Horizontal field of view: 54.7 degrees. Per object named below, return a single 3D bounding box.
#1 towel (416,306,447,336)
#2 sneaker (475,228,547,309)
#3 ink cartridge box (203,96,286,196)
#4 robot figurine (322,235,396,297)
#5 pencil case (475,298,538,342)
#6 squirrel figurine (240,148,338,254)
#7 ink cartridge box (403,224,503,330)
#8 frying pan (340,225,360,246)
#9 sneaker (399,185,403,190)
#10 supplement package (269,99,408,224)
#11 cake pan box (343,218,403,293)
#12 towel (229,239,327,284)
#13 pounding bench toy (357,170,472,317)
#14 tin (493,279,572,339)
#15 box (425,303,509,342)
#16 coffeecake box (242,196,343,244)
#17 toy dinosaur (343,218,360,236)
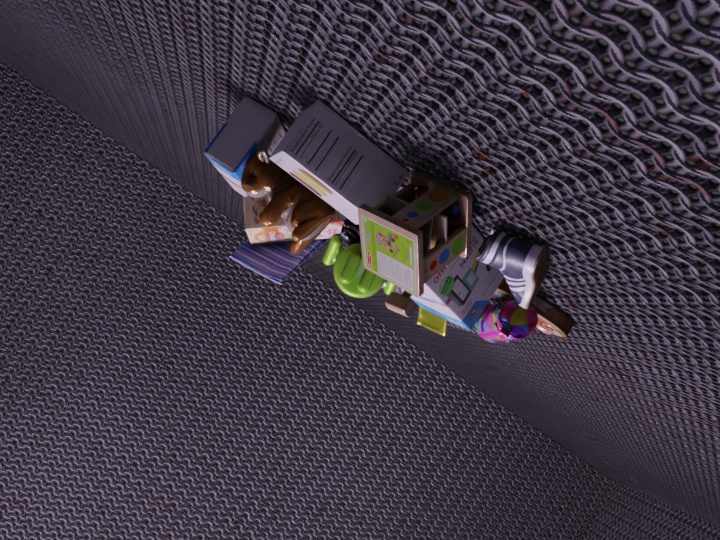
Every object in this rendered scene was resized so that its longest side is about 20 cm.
[{"bbox_3d":[0.164,0.041,1.533,0.018,0.201,0.086,-15,-152,-38],"label":"towel"},{"bbox_3d":[0.261,-0.005,1.207,0.108,0.070,0.200,25,162,20],"label":"sneaker"},{"bbox_3d":[-0.219,-0.238,1.428,0.084,0.146,0.200,32,171,13],"label":"ink cartridge box"},{"bbox_3d":[0.000,0.000,1.517,0.175,0.116,0.200,24,-179,1],"label":"robot figurine"},{"bbox_3d":[0.293,0.105,1.429,0.088,0.089,0.200,33,172,1],"label":"pencil case"},{"bbox_3d":[-0.124,-0.164,1.336,0.187,0.200,0.142,47,176,4],"label":"squirrel figurine"},{"bbox_3d":[0.153,-0.011,1.323,0.146,0.147,0.200,26,169,44],"label":"ink cartridge box"},{"bbox_3d":[-0.060,-0.109,1.631,0.190,0.031,0.115,42,177,31],"label":"frying pan"},{"bbox_3d":[0.014,-0.132,1.350,0.067,0.090,0.200,38,171,-34],"label":"sneaker"},{"bbox_3d":[-0.039,-0.182,1.202,0.200,0.110,0.114,36,171,-16],"label":"supplement package"},{"bbox_3d":[0.050,-0.045,1.626,0.184,0.052,0.200,14,134,63],"label":"cake pan box"},{"bbox_3d":[-0.173,-0.061,1.550,0.144,0.200,0.024,26,139,20],"label":"towel"},{"bbox_3d":[0.100,-0.039,1.165,0.124,0.156,0.201,28,140,35],"label":"pounding bench toy"},{"bbox_3d":[0.348,0.073,1.440,0.200,0.042,0.112,34,175,-1],"label":"tin"},{"bbox_3d":[0.254,0.102,1.611,0.199,0.069,0.082,16,-173,7],"label":"box"},{"bbox_3d":[-0.141,-0.111,1.475,0.199,0.073,0.154,-5,171,-5],"label":"coffeecake box"},{"bbox_3d":[0.067,-0.089,1.459,0.181,0.105,0.200,24,-171,-6],"label":"toy dinosaur"}]
